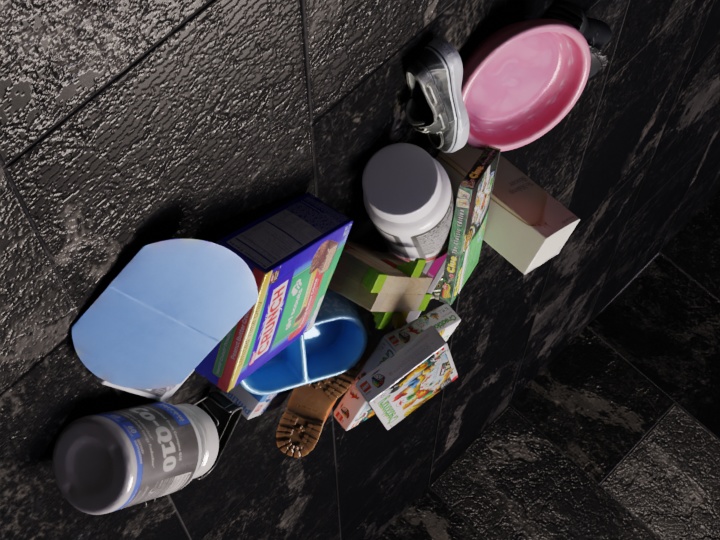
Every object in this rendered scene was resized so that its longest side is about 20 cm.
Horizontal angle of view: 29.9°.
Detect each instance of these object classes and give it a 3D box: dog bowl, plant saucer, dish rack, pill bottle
[{"bbox_3d":[0.024,0.046,1.921,0.200,0.059,0.200,-57,-177,5],"label":"dog bowl"},{"bbox_3d":[0.202,-0.246,1.745,0.200,0.051,0.201,-20,141,-17],"label":"plant saucer"},{"bbox_3d":[-0.082,0.099,1.741,0.200,0.050,0.112,-14,124,-18],"label":"dog bowl"},{"bbox_3d":[-0.257,0.248,1.788,0.200,0.055,0.153,-30,154,-45],"label":"dish rack"},{"bbox_3d":[0.066,-0.088,1.743,0.114,0.114,0.200,-47,163,-4],"label":"pill bottle"},{"bbox_3d":[-0.261,0.217,1.601,0.114,0.114,0.200,-54,161,18],"label":"pill bottle"}]

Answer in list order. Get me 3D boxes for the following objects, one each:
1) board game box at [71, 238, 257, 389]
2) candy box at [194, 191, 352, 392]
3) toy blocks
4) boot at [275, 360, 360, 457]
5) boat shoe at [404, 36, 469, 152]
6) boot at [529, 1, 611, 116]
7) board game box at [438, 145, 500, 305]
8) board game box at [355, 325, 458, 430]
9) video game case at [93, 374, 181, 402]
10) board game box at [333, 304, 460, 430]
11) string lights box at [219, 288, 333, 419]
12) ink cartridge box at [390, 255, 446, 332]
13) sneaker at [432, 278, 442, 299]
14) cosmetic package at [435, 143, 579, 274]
[{"bbox_3d":[-0.211,0.036,1.422,0.200,0.039,0.158,-47,132,14],"label":"board game box"},{"bbox_3d":[-0.107,0.021,1.557,0.200,0.077,0.169,-34,150,-54],"label":"candy box"},{"bbox_3d":[0.000,0.000,1.749,0.100,0.137,0.200,-65,157,10],"label":"toy blocks"},{"bbox_3d":[-0.056,0.152,1.873,0.200,0.075,0.107,-61,-178,21],"label":"boot"},{"bbox_3d":[0.083,-0.203,1.636,0.071,0.072,0.200,-35,150,-12],"label":"boat shoe"},{"bbox_3d":[0.273,-0.276,1.897,0.200,0.076,0.168,-58,157,11],"label":"boot"},{"bbox_3d":[0.145,-0.059,1.796,0.105,0.023,0.200,-56,160,-46],"label":"board game box"},{"bbox_3d":[0.065,0.146,1.792,0.126,0.035,0.200,-37,162,-3],"label":"board game box"},{"bbox_3d":[-0.209,0.073,1.577,0.182,0.023,0.200,-48,163,0],"label":"video game case"},{"bbox_3d":[0.049,0.136,1.876,0.126,0.035,0.200,-26,158,-38],"label":"board game box"},{"bbox_3d":[-0.099,0.104,1.848,0.200,0.059,0.103,-54,165,19],"label":"string lights box"},{"bbox_3d":[0.083,0.032,1.987,0.200,0.037,0.095,-61,-174,-19],"label":"ink cartridge box"},{"bbox_3d":[0.110,0.005,2.090,0.200,0.090,0.067,-47,163,-5],"label":"sneaker"},{"bbox_3d":[0.195,-0.095,1.893,0.104,0.200,0.073,-29,153,-49],"label":"cosmetic package"}]
